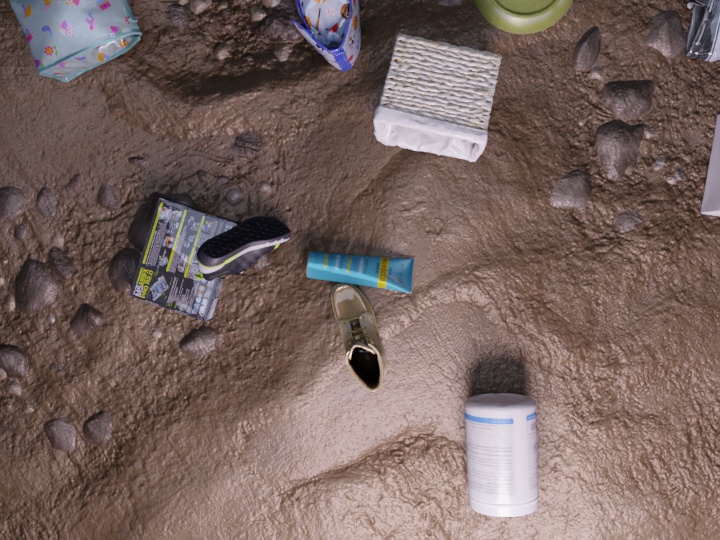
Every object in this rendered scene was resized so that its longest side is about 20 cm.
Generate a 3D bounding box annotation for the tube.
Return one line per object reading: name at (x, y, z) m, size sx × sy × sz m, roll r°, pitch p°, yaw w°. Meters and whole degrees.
tube at (0.000, 0.000, 1.504) m, size 0.200 × 0.050 × 0.078 m, roll 6°, pitch 63°, yaw 2°

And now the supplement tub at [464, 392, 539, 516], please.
supplement tub at (0.259, 0.334, 1.462) m, size 0.132 × 0.132 × 0.200 m, roll -1°, pitch 92°, yaw 3°

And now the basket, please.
basket at (0.134, -0.300, 1.413) m, size 0.200 × 0.198 × 0.161 m, roll 12°, pitch 89°, yaw 3°

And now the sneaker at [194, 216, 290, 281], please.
sneaker at (-0.224, -0.037, 1.489) m, size 0.200 × 0.083 × 0.072 m, roll -22°, pitch 55°, yaw -32°

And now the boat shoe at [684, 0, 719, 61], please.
boat shoe at (0.628, -0.481, 1.435) m, size 0.071 × 0.072 × 0.200 m, roll 4°, pitch 95°, yaw -1°

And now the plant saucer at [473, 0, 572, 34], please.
plant saucer at (0.304, -0.542, 1.473) m, size 0.200 × 0.031 × 0.200 m, roll 0°, pitch 92°, yaw 4°

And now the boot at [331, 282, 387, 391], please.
boot at (-0.005, 0.119, 1.455) m, size 0.073 × 0.155 × 0.200 m, roll -18°, pitch 91°, yaw 4°

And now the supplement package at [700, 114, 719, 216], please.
supplement package at (0.739, -0.179, 1.404) m, size 0.200 × 0.147 × 0.191 m, roll 10°, pitch 93°, yaw 3°

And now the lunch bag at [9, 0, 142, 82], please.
lunch bag at (-0.520, -0.470, 1.481) m, size 0.200 × 0.122 × 0.171 m, roll -23°, pitch 90°, yaw 10°

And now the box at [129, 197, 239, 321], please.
box at (-0.335, -0.021, 1.526) m, size 0.160 × 0.044 × 0.200 m, roll 18°, pitch 93°, yaw 3°

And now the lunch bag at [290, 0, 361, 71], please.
lunch bag at (-0.060, -0.468, 1.428) m, size 0.124 × 0.170 × 0.200 m, roll -13°, pitch 92°, yaw 7°
